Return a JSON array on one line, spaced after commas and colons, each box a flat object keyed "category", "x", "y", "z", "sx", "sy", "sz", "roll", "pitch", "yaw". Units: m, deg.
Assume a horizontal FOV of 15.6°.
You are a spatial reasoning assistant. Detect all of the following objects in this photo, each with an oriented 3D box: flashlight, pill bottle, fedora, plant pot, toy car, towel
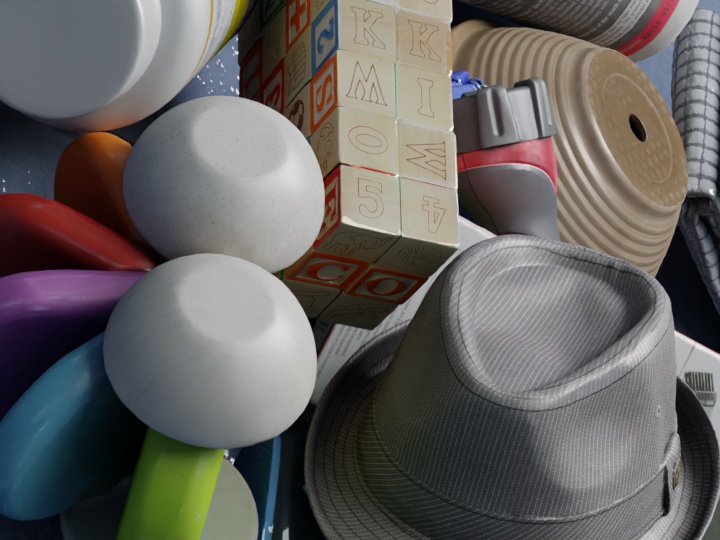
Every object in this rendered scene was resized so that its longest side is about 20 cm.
[{"category": "flashlight", "x": 0.079, "y": 0.007, "z": 1.310, "sx": 0.068, "sy": 0.067, "sz": 0.201, "roll": 178, "pitch": -98, "yaw": -81}, {"category": "pill bottle", "x": 0.096, "y": -0.200, "z": 1.520, "sx": 0.199, "sy": 0.111, "sz": 0.111, "roll": 17, "pitch": 52, "yaw": -30}, {"category": "fedora", "x": 0.072, "y": 0.051, "z": 1.111, "sx": 0.176, "sy": 0.091, "sz": 0.200, "roll": 23, "pitch": 36, "yaw": 19}, {"category": "plant pot", "x": 0.121, "y": -0.062, "z": 1.494, "sx": 0.201, "sy": 0.092, "sz": 0.202, "roll": 34, "pitch": 42, "yaw": -37}, {"category": "toy car", "x": -0.101, "y": 0.029, "z": 1.066, "sx": 0.149, "sy": 0.175, "sz": 0.201, "roll": 10, "pitch": 50, "yaw": -10}, {"category": "pill bottle", "x": -0.109, "y": -0.125, "z": 1.143, "sx": 0.110, "sy": 0.109, "sz": 0.200, "roll": 58, "pitch": 16, "yaw": -9}, {"category": "towel", "x": 0.254, "y": -0.046, "z": 1.633, "sx": 0.200, "sy": 0.085, "sz": 0.166, "roll": 61, "pitch": 25, "yaw": -43}]

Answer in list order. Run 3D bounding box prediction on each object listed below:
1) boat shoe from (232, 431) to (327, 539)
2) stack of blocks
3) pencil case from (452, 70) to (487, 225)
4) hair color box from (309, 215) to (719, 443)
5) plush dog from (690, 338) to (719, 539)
[{"category": "boat shoe", "x": -0.031, "y": 0.168, "z": 1.117, "sx": 0.068, "sy": 0.084, "sz": 0.201, "roll": 14, "pitch": 67, "yaw": -21}, {"category": "stack of blocks", "x": -0.009, "y": -0.078, "z": 1.192, "sx": 0.058, "sy": 0.115, "sz": 0.201, "roll": 11, "pitch": 60, "yaw": -22}, {"category": "pencil case", "x": 0.066, "y": -0.012, "z": 1.382, "sx": 0.201, "sy": 0.087, "sz": 0.078, "roll": 62, "pitch": 24, "yaw": -4}, {"category": "hair color box", "x": 0.077, "y": 0.053, "z": 1.253, "sx": 0.199, "sy": 0.111, "sz": 0.064, "roll": 28, "pitch": 0, "yaw": -9}, {"category": "plush dog", "x": 0.160, "y": 0.135, "z": 1.396, "sx": 0.172, "sy": 0.159, "sz": 0.201, "roll": -77, "pitch": 161, "yaw": -65}]
